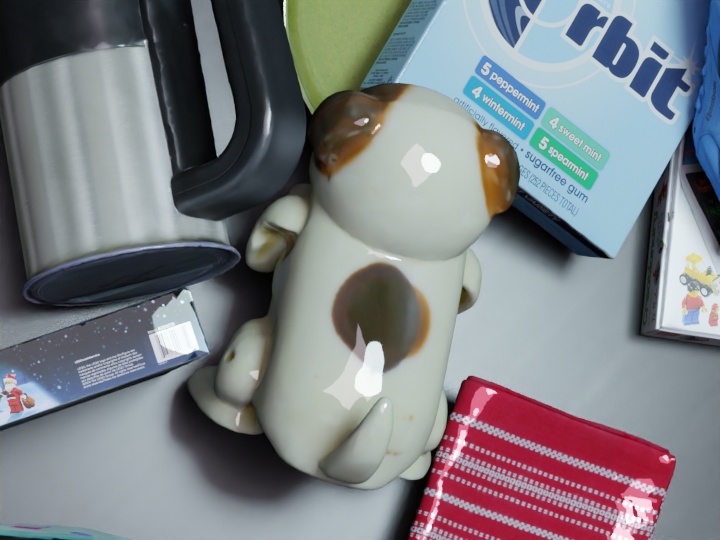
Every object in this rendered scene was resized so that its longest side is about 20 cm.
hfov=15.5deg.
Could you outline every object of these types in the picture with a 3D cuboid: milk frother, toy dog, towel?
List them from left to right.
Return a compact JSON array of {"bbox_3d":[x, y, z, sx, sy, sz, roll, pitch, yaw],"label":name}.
[{"bbox_3d":[-0.149,-0.094,1.342,0.199,0.180,0.189,-2,75,-40],"label":"milk frother"},{"bbox_3d":[0.000,0.000,1.373,0.139,0.194,0.201,18,98,-1],"label":"toy dog"},{"bbox_3d":[0.088,0.172,1.452,0.144,0.022,0.201,23,78,-21],"label":"towel"}]

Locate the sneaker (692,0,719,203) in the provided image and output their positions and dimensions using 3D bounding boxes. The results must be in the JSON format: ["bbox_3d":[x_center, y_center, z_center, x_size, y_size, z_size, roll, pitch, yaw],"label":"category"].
[{"bbox_3d":[0.206,-0.098,1.450,0.066,0.078,0.201,-28,109,-48],"label":"sneaker"}]

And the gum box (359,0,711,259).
[{"bbox_3d":[0.118,-0.136,1.463,0.170,0.045,0.200,35,78,-24],"label":"gum box"}]

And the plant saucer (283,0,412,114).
[{"bbox_3d":[0.043,-0.142,1.468,0.199,0.031,0.201,-2,94,-25],"label":"plant saucer"}]

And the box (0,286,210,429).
[{"bbox_3d":[-0.186,0.062,1.359,0.199,0.137,0.038,-19,89,-15],"label":"box"}]

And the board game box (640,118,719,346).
[{"bbox_3d":[0.265,-0.013,1.524,0.199,0.035,0.127,9,82,-12],"label":"board game box"}]

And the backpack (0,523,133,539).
[{"bbox_3d":[-0.170,0.213,1.327,0.199,0.153,0.177,5,81,25],"label":"backpack"}]
